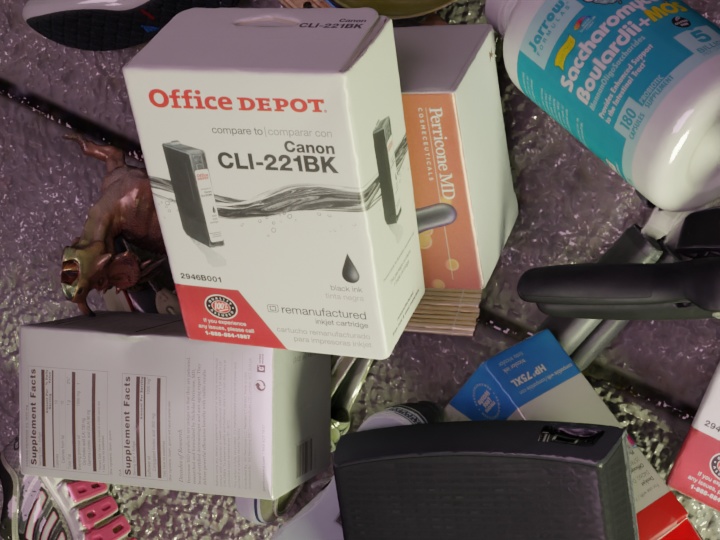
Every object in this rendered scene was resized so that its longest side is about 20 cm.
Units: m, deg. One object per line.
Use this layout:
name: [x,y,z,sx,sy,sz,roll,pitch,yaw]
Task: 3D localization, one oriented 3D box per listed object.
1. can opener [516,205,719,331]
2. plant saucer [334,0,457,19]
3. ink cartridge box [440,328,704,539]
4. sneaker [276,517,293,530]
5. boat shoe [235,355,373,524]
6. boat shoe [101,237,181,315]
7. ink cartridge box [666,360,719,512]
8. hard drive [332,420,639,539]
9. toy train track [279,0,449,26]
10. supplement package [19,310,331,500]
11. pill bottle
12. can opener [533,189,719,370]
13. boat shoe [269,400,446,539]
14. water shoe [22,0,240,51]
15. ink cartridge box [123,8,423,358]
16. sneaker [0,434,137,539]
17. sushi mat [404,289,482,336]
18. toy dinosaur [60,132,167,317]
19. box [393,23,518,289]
can opener: [0.194,0.011,0.883,0.200,0.063,0.079,-10,55,42]
plant saucer: [0.043,-0.271,0.960,0.199,0.031,0.201,-4,81,30]
ink cartridge box: [0.142,0.157,0.939,0.200,0.067,0.116,54,145,18]
sneaker: [0.032,0.203,1.036,0.199,0.076,0.081,4,81,21]
boat shoe: [-0.040,0.110,1.044,0.062,0.072,0.201,25,103,25]
boat shoe: [-0.153,0.054,1.090,0.062,0.071,0.200,-26,80,-18]
ink cartridge box: [0.310,0.077,0.894,0.144,0.084,0.201,25,105,18]
hard drive: [0.077,0.167,0.879,0.199,0.042,0.135,-4,98,25]
toy train track: [0.002,-0.166,1.012,0.200,0.033,0.115,42,111,12]
supplement package: [-0.132,0.092,0.983,0.199,0.114,0.110,2,95,20]
pill bottle: [0.169,-0.136,0.891,0.200,0.111,0.111,46,113,34]
can opener: [0.194,-0.016,0.954,0.200,0.053,0.067,-54,43,17]
boat shoe: [-0.004,0.172,0.982,0.074,0.068,0.200,35,113,19]
water shoe: [-0.173,-0.228,1.067,0.199,0.071,0.079,-6,67,24]
ink cartridge box: [-0.048,-0.054,0.849,0.144,0.084,0.201,4,124,20]
sneaker: [-0.252,0.222,1.147,0.087,0.074,0.200,-29,81,22]
sushi mat: [0.000,0.000,1.016,0.199,0.012,0.096,4,62,20]
toy dinosaur: [-0.150,-0.040,1.037,0.086,0.199,0.136,4,98,57]
box: [-0.005,-0.079,0.946,0.199,0.106,0.153,1,123,22]
